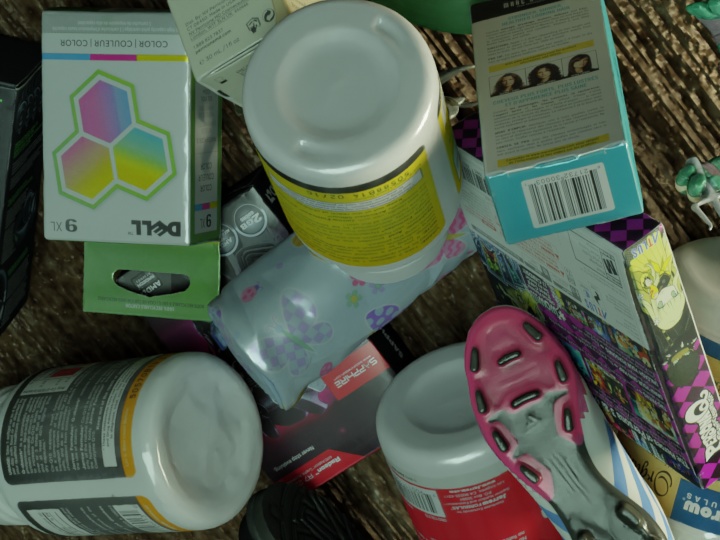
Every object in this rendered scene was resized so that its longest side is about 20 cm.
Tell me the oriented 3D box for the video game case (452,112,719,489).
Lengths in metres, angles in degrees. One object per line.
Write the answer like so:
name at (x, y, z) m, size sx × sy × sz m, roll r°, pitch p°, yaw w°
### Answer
video game case at (0.134, 0.016, 1.499) m, size 0.036 × 0.200 × 0.182 m, roll -32°, pitch 124°, yaw -15°

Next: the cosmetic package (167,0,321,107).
cosmetic package at (-0.076, -0.198, 1.505) m, size 0.073 × 0.103 × 0.201 m, roll -28°, pitch 68°, yaw 19°

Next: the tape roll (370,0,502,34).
tape roll at (0.065, -0.247, 1.540) m, size 0.199 × 0.048 × 0.202 m, roll 4°, pitch 112°, yaw 10°

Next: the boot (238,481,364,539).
boot at (-0.057, 0.241, 1.714) m, size 0.157 × 0.080 × 0.211 m, roll -29°, pitch 130°, yaw 20°

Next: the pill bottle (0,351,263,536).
pill bottle at (-0.171, 0.118, 1.673) m, size 0.199 × 0.116 × 0.117 m, roll -7°, pitch 112°, yaw 40°

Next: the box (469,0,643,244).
box at (0.111, -0.096, 1.461) m, size 0.082 × 0.201 × 0.049 m, roll -13°, pitch 123°, yaw 9°

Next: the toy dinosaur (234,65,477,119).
toy dinosaur at (-0.032, -0.131, 1.593) m, size 0.200 × 0.102 × 0.077 m, roll 39°, pitch 143°, yaw 10°

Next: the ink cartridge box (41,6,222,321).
ink cartridge box at (-0.146, -0.067, 1.616) m, size 0.103 × 0.059 × 0.202 m, roll 3°, pitch 97°, yaw 19°

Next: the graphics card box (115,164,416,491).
graphics card box at (-0.054, 0.044, 1.682) m, size 0.125 × 0.051 × 0.201 m, roll -32°, pitch 102°, yaw 22°

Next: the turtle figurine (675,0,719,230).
turtle figurine at (0.262, -0.070, 1.538) m, size 0.148 × 0.101 × 0.202 m, roll -9°, pitch 92°, yaw 2°

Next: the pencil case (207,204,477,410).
pencil case at (0.000, 0.000, 1.596) m, size 0.200 × 0.083 × 0.091 m, roll -40°, pitch 126°, yaw -3°

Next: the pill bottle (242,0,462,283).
pill bottle at (0.001, -0.065, 1.462) m, size 0.110 × 0.200 × 0.112 m, roll -3°, pitch 68°, yaw 8°

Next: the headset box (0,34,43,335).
headset box at (-0.301, -0.073, 1.662) m, size 0.173 × 0.093 × 0.201 m, roll 14°, pitch 113°, yaw 5°

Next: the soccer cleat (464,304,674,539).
soccer cleat at (0.125, 0.114, 1.537) m, size 0.070 × 0.086 × 0.201 m, roll -31°, pitch 85°, yaw 7°

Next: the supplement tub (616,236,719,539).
supplement tub at (0.237, 0.095, 1.590) m, size 0.143 × 0.145 × 0.201 m, roll 14°, pitch 114°, yaw 6°

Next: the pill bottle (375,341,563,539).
pill bottle at (0.088, 0.153, 1.645) m, size 0.111 × 0.113 × 0.201 m, roll -10°, pitch 129°, yaw 15°
